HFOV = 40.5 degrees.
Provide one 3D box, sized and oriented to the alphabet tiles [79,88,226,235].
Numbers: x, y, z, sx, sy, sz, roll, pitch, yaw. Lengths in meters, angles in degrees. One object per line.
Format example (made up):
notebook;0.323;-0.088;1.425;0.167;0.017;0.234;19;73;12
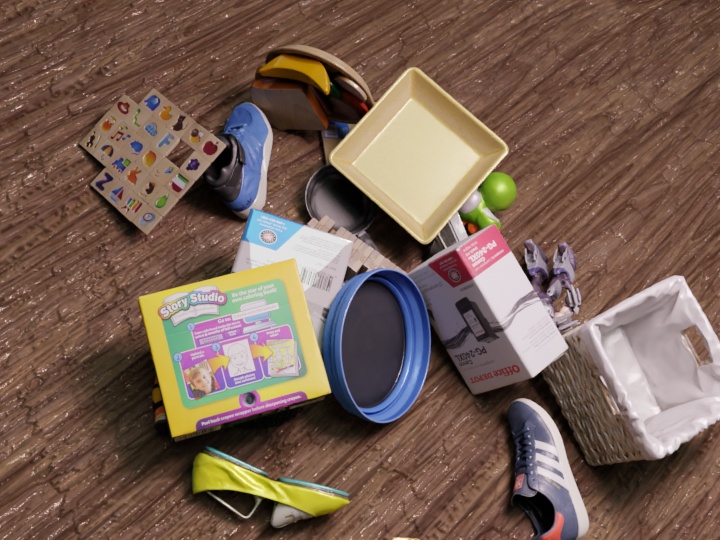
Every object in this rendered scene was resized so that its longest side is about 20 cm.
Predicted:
alphabet tiles;-0.310;-0.167;1.395;0.199;0.008;0.168;38;82;26

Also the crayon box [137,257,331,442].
crayon box;-0.154;0.095;1.189;0.197;0.058;0.175;-14;77;-13

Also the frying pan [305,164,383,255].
frying pan;0.000;-0.082;1.478;0.189;0.031;0.115;38;68;-3

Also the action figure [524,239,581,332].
action figure;0.271;0.038;1.458;0.128;0.070;0.201;-8;36;24

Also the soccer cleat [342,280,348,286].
soccer cleat;-0.073;0.040;1.367;0.197;0.068;0.074;17;74;-9

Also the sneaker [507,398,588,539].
sneaker;0.229;0.267;1.301;0.083;0.075;0.202;-7;60;-27

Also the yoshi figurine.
yoshi figurine;0.174;-0.154;1.547;0.112;0.112;0.201;-25;73;-39

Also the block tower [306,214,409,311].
block tower;0.000;0.000;1.415;0.199;0.058;0.054;36;54;6

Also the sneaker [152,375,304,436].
sneaker;-0.167;0.153;1.247;0.197;0.070;0.091;-4;62;-19

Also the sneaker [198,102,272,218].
sneaker;-0.189;-0.186;1.435;0.076;0.111;0.203;-15;58;23

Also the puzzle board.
puzzle board;0.011;-0.193;1.573;0.148;0.017;0.202;1;57;-17

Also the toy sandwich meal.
toy sandwich meal;-0.076;-0.264;1.482;0.203;0.205;0.071;26;73;-1

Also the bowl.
bowl;0.022;0.098;1.295;0.199;0.039;0.204;0;90;-52

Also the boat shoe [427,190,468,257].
boat shoe;0.136;-0.029;1.480;0.063;0.071;0.202;-20;68;3

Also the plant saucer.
plant saucer;0.086;-0.168;1.463;0.200;0.048;0.200;41;80;7

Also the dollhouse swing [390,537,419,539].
dollhouse swing;0.058;0.408;1.102;0.200;0.182;0.176;42;75;13

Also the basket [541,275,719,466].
basket;0.382;0.147;1.358;0.198;0.161;0.200;-22;81;-30

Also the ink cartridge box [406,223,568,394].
ink cartridge box;0.171;0.058;1.344;0.083;0.145;0.202;-32;91;-33

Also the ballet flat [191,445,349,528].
ballet flat;-0.114;0.276;1.196;0.197;0.067;0.068;19;74;-2

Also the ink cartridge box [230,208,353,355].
ink cartridge box;-0.107;0.040;1.286;0.144;0.084;0.203;18;81;-8
